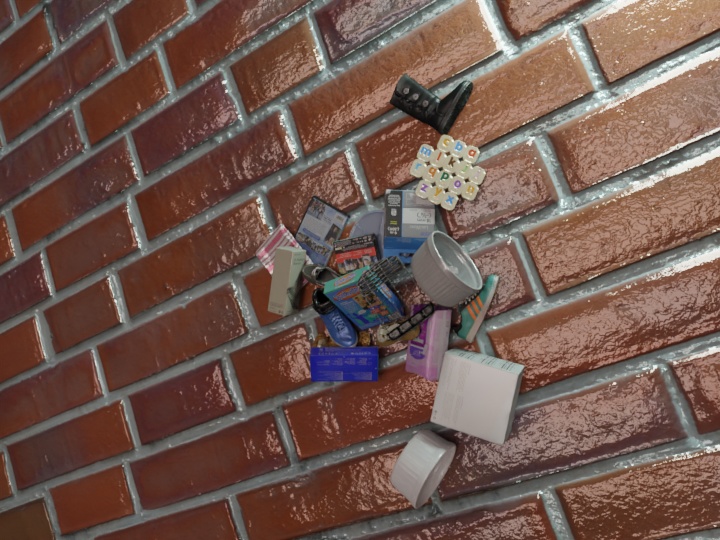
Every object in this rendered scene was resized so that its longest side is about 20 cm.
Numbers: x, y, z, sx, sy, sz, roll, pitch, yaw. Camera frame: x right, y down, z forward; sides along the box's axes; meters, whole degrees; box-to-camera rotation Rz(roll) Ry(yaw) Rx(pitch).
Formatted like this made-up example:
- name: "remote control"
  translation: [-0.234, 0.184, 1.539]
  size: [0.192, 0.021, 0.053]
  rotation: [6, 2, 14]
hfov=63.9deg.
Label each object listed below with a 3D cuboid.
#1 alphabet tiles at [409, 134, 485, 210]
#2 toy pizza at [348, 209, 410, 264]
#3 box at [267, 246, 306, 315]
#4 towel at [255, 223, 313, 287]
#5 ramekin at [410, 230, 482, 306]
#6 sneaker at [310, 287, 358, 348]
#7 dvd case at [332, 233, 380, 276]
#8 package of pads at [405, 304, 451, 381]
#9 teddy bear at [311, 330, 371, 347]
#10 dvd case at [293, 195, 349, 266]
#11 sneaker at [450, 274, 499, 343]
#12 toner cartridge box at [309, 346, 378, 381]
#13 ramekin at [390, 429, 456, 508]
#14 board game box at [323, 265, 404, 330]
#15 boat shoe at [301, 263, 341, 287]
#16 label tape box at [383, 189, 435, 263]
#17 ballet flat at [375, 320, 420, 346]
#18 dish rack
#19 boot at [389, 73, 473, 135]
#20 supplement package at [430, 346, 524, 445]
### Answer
- name: "alphabet tiles"
  translation: [0.243, -0.274, 1.616]
  size: [0.198, 0.015, 0.198]
  rotation: [24, 83, 7]
- name: "toy pizza"
  translation: [0.058, -0.079, 1.720]
  size: [0.198, 0.032, 0.203]
  rotation: [1, 93, 22]
- name: "box"
  translation: [-0.226, 0.031, 1.775]
  size: [0.068, 0.082, 0.203]
  rotation: [13, 101, 24]
- name: "towel"
  translation: [-0.240, -0.029, 1.834]
  size: [0.146, 0.030, 0.201]
  rotation: [-44, 76, 24]
- name: "ramekin"
  translation: [0.227, 0.002, 1.566]
  size: [0.105, 0.199, 0.201]
  rotation: [-42, 75, 27]
- name: "sneaker"
  translation: [-0.081, 0.137, 1.701]
  size: [0.076, 0.112, 0.201]
  rotation: [-31, 63, -6]
- name: "dvd case"
  translation: [0.000, 0.000, 1.719]
  size: [0.145, 0.022, 0.203]
  rotation: [-10, 96, 33]
- name: "package of pads"
  translation: [0.190, 0.199, 1.617]
  size: [0.120, 0.075, 0.203]
  rotation: [9, 93, 58]
- name: "teddy bear"
  translation: [-0.060, 0.232, 1.750]
  size: [0.198, 0.067, 0.147]
  rotation: [17, 94, 21]
- name: "dvd case"
  translation: [-0.134, -0.114, 1.809]
  size: [0.142, 0.018, 0.202]
  rotation: [31, 102, 21]
- name: "sneaker"
  translation: [0.314, 0.096, 1.591]
  size: [0.079, 0.071, 0.202]
  rotation: [26, 101, 16]
- name: "toner cartridge box"
  translation: [-0.047, 0.274, 1.685]
  size: [0.197, 0.043, 0.096]
  rotation: [0, 119, -1]
- name: "ramekin"
  translation: [0.170, 0.537, 1.586]
  size: [0.097, 0.200, 0.202]
  rotation: [30, 101, 27]
- name: "board game box"
  translation: [0.012, 0.084, 1.652]
  size: [0.151, 0.200, 0.045]
  rotation: [-20, 43, 27]
- name: "boat shoe"
  translation: [-0.096, 0.022, 1.725]
  size: [0.198, 0.057, 0.067]
  rotation: [26, 70, 23]
- name: "label tape box"
  translation: [0.138, -0.123, 1.638]
  size: [0.142, 0.063, 0.203]
  rotation: [1, 87, -2]
- name: "ballet flat"
  translation: [0.089, 0.173, 1.645]
  size: [0.199, 0.062, 0.070]
  rotation: [-25, 54, 52]
- name: "dish rack"
  translation: [0.090, 0.070, 1.538]
  size: [0.153, 0.055, 0.201]
  rotation: [-35, 85, 1]
- name: "boot"
  translation: [0.199, -0.506, 1.651]
  size: [0.199, 0.065, 0.166]
  rotation: [38, 102, 23]
- name: "supplement package"
  translation: [0.316, 0.329, 1.547]
  size: [0.198, 0.147, 0.194]
  rotation: [14, 95, 22]
